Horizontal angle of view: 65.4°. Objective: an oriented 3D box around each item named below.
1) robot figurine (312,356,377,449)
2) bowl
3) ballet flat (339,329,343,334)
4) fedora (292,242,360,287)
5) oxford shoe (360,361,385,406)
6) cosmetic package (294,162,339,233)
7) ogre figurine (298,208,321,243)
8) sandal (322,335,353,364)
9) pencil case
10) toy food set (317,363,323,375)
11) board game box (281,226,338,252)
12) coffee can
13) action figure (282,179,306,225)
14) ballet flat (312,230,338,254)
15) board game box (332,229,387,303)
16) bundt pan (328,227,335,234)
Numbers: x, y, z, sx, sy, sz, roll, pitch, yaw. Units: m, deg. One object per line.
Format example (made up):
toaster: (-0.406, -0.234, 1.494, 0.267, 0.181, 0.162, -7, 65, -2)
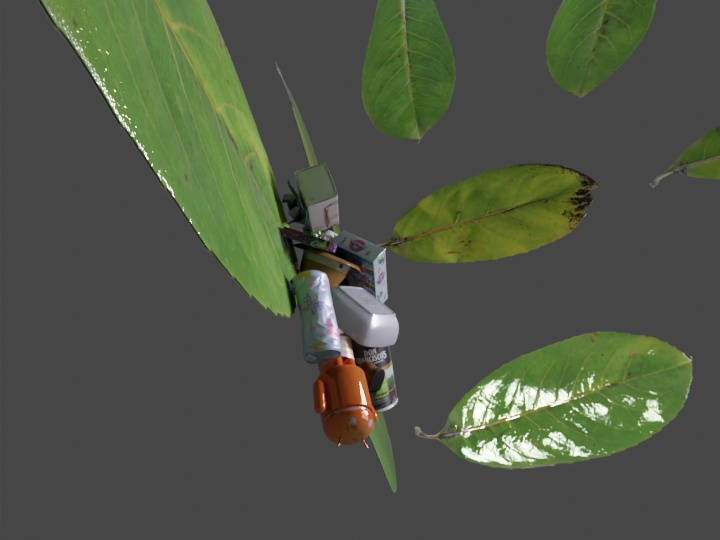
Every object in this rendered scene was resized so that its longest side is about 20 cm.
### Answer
robot figurine: (-0.032, 0.284, 1.205, 0.145, 0.115, 0.202, 71, 4, -53)
bowl: (0.001, 0.106, 1.430, 0.199, 0.075, 0.199, 37, 16, 29)
ballet flat: (-0.078, 0.154, 1.660, 0.201, 0.067, 0.063, -102, 165, -62)
fedora: (-0.096, -0.005, 1.457, 0.201, 0.198, 0.083, 37, 74, -86)
oxford shoe: (-0.005, 0.332, 1.455, 0.071, 0.203, 0.071, 26, 3, 37)
cosmetic package: (-0.112, -0.188, 1.491, 0.200, 0.086, 0.105, 94, -24, -75)
ogre figurine: (-0.140, -0.127, 1.679, 0.200, 0.096, 0.122, 29, 62, -66)
sandal: (-0.061, 0.165, 1.346, 0.078, 0.059, 0.209, 11, 44, -38)
pencil case: (-0.097, 0.099, 1.222, 0.090, 0.083, 0.203, 14, 53, -46)
toy food set: (-0.069, 0.245, 1.422, 0.201, 0.048, 0.200, -102, 176, -61)
board game box: (-0.123, -0.076, 1.411, 0.200, 0.118, 0.033, -20, 124, -87)
coffee can: (0.019, 0.273, 1.548, 0.146, 0.144, 0.204, -91, 172, -81)
action figure: (-0.174, -0.161, 1.477, 0.200, 0.054, 0.120, 143, -69, -85)
ballet flat: (-0.089, -0.080, 1.611, 0.200, 0.074, 0.065, 27, 61, -72)
board game box: (0.000, 0.000, 1.576, 0.146, 0.064, 0.202, 26, -36, 27)
bundt pan: (-0.111, -0.060, 1.858, 0.202, 0.075, 0.205, 164, -90, -83)
